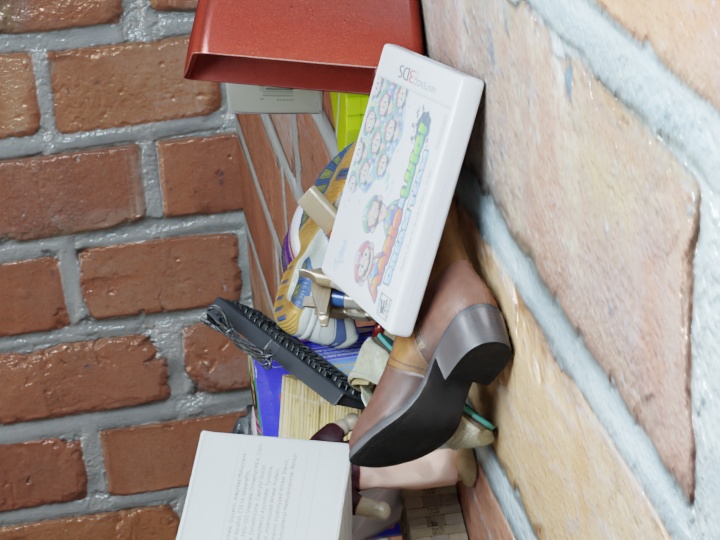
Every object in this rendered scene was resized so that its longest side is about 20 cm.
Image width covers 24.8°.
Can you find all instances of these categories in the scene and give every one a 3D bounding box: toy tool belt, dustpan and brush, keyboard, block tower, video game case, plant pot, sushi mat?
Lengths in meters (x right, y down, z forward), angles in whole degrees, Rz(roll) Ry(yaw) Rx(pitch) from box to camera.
[{"bbox_3d":[0.000,0.000,1.478,0.201,0.121,0.126,95,-167,-54],"label":"toy tool belt"},{"bbox_3d":[0.041,0.148,1.522,0.139,0.057,0.201,-12,-47,-63],"label":"dustpan and brush"},{"bbox_3d":[-0.073,0.072,1.506,0.199,0.126,0.021,33,102,41],"label":"keyboard"},{"bbox_3d":[0.079,0.296,1.476,0.058,0.053,0.202,97,164,-57],"label":"block tower"},{"bbox_3d":[0.029,-0.069,1.297,0.182,0.023,0.202,-140,64,-66],"label":"video game case"},{"bbox_3d":[-0.051,-0.261,1.460,0.200,0.197,0.179,179,94,-81],"label":"plant pot"},{"bbox_3d":[-0.043,0.203,1.560,0.012,0.095,0.203,-9,-74,-58],"label":"sushi mat"}]

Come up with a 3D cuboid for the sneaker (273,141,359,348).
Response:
[{"bbox_3d":[-0.014,-0.023,1.577,0.075,0.087,0.202,0,67,64],"label":"sneaker"}]

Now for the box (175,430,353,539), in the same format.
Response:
[{"bbox_3d":[-0.078,0.271,1.328,0.200,0.129,0.201,89,-173,-47],"label":"box"}]

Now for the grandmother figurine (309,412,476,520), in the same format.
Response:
[{"bbox_3d":[-0.005,0.168,1.430,0.122,0.197,0.061,-114,18,-59],"label":"grandmother figurine"}]

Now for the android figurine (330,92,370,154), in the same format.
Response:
[{"bbox_3d":[-0.007,-0.197,1.675,0.183,0.041,0.202,95,168,-52],"label":"android figurine"}]

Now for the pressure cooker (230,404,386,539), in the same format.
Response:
[{"bbox_3d":[-0.047,0.214,1.758,0.176,0.197,0.181,-145,48,-83],"label":"pressure cooker"}]

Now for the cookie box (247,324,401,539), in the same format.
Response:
[{"bbox_3d":[-0.018,0.164,1.629,0.075,0.169,0.203,-139,43,-81],"label":"cookie box"}]

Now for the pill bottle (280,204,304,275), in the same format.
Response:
[{"bbox_3d":[-0.025,-0.021,1.704,0.200,0.111,0.114,128,134,-78],"label":"pill bottle"}]

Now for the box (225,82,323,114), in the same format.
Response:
[{"bbox_3d":[-0.091,-0.286,1.813,0.129,0.107,0.202,90,-179,-49],"label":"box"}]

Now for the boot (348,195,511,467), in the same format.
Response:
[{"bbox_3d":[0.031,0.035,1.312,0.189,0.068,0.201,-56,37,37],"label":"boot"}]

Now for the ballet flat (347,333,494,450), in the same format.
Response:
[{"bbox_3d":[0.048,0.116,1.376,0.063,0.067,0.200,-54,29,1],"label":"ballet flat"}]
